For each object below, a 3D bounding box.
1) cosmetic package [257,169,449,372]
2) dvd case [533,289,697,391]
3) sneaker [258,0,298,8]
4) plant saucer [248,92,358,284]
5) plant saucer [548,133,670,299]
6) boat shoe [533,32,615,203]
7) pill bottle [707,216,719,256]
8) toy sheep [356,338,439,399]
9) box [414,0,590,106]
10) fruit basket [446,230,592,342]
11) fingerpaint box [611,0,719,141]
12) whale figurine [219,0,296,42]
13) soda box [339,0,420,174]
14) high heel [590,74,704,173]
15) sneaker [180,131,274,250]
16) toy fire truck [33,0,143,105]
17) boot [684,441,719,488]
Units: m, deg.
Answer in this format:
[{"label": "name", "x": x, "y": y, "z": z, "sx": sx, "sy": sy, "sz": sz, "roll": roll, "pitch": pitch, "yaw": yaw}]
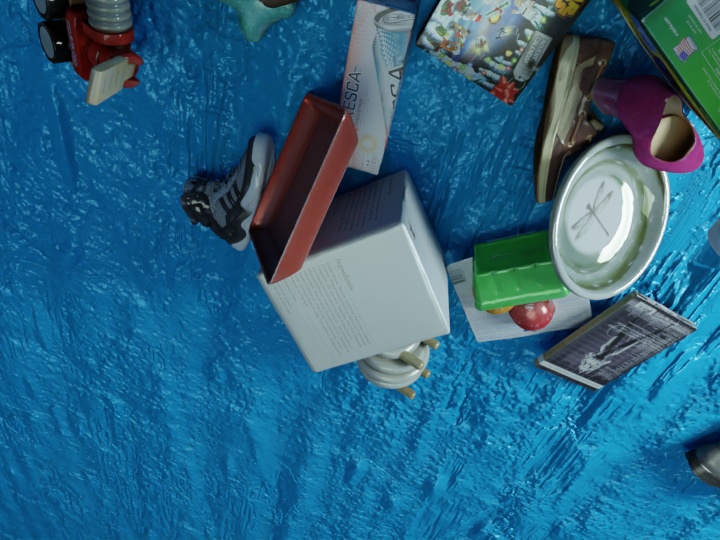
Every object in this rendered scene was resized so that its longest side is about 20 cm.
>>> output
[{"label": "cosmetic package", "x": 0.000, "y": 0.000, "z": 0.738, "sx": 0.197, "sy": 0.168, "sz": 0.168, "roll": -18, "pitch": 116, "yaw": 18}, {"label": "dvd case", "x": 0.393, "y": 0.117, "z": 0.861, "sx": 0.147, "sy": 0.016, "sz": 0.200, "roll": 23, "pitch": 130, "yaw": -24}, {"label": "sneaker", "x": -0.012, "y": -0.312, "z": 0.565, "sx": 0.198, "sy": 0.071, "sz": 0.076, "roll": -28, "pitch": 126, "yaw": 11}, {"label": "plant saucer", "x": -0.070, "y": -0.102, "z": 0.657, "sx": 0.036, "sy": 0.200, "sz": 0.202, "roll": 20, "pitch": 103, "yaw": -23}, {"label": "plant saucer", "x": 0.299, "y": -0.067, "z": 0.689, "sx": 0.197, "sy": 0.050, "sz": 0.204, "roll": -7, "pitch": 107, "yaw": -24}, {"label": "boat shoe", "x": 0.249, "y": -0.169, "z": 0.648, "sx": 0.071, "sy": 0.073, "sz": 0.203, "roll": 7, "pitch": 124, "yaw": 9}, {"label": "pill bottle", "x": 0.385, "y": -0.083, "z": 0.440, "sx": 0.108, "sy": 0.110, "sz": 0.202, "roll": 19, "pitch": 128, "yaw": -3}, {"label": "toy sheep", "x": 0.052, "y": 0.132, "z": 0.900, "sx": 0.135, "sy": 0.139, "sz": 0.202, "roll": 12, "pitch": 135, "yaw": 3}, {"label": "box", "x": 0.165, "y": -0.296, "z": 0.582, "sx": 0.135, "sy": 0.040, "sz": 0.201, "roll": 27, "pitch": 129, "yaw": -10}, {"label": "fruit basket", "x": 0.240, "y": 0.033, "z": 0.817, "sx": 0.182, "sy": 0.095, "sz": 0.201, "roll": -12, "pitch": 141, "yaw": 21}, {"label": "fingerpaint box", "x": 0.329, "y": -0.211, "z": 0.529, "sx": 0.199, "sy": 0.168, "sz": 0.073, "roll": 40, "pitch": 123, "yaw": -20}, {"label": "whale figurine", "x": -0.156, "y": -0.337, "z": 0.581, "sx": 0.157, "sy": 0.105, "sz": 0.201, "roll": -21, "pitch": 124, "yaw": 26}, {"label": "soda box", "x": 0.014, "y": -0.221, "z": 0.663, "sx": 0.067, "sy": 0.064, "sz": 0.202, "roll": 14, "pitch": 131, "yaw": 1}, {"label": "high heel", "x": 0.340, "y": -0.146, "z": 0.600, "sx": 0.197, "sy": 0.096, "sz": 0.068, "roll": 18, "pitch": 107, "yaw": -28}, {"label": "sneaker", "x": -0.192, "y": -0.119, "z": 0.784, "sx": 0.112, "sy": 0.076, "sz": 0.201, "roll": 20, "pitch": 133, "yaw": -7}, {"label": "toy fire truck", "x": -0.280, "y": -0.273, "z": 0.587, "sx": 0.199, "sy": 0.128, "sz": 0.178, "roll": 39, "pitch": 136, "yaw": 25}, {"label": "boot", "x": 0.692, "y": 0.350, "z": 0.972, "sx": 0.198, "sy": 0.070, "sz": 0.132, "roll": 30, "pitch": 124, "yaw": -18}]
